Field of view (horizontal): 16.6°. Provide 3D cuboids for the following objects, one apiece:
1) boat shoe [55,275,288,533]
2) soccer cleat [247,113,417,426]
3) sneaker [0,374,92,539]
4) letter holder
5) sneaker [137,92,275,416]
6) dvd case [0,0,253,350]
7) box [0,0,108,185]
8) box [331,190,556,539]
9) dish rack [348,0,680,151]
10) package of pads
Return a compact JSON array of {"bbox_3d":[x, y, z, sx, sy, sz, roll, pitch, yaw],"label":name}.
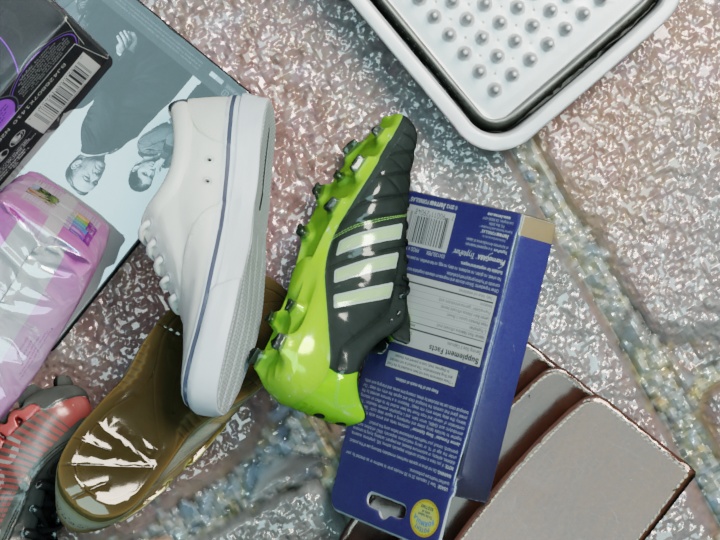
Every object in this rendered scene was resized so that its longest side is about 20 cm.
[{"bbox_3d":[-0.115,0.078,1.469,0.074,0.066,0.200,45,59,4],"label":"boat shoe"},{"bbox_3d":[0.000,0.000,1.471,0.081,0.067,0.201,32,63,-19],"label":"soccer cleat"},{"bbox_3d":[-0.209,0.162,1.471,0.098,0.071,0.201,34,91,27],"label":"sneaker"},{"bbox_3d":[0.080,0.152,1.474,0.142,0.101,0.200,38,90,1],"label":"letter holder"},{"bbox_3d":[-0.094,-0.010,1.450,0.070,0.073,0.201,2,65,9],"label":"sneaker"},{"bbox_3d":[-0.183,-0.075,1.504,0.150,0.025,0.200,39,90,-1],"label":"dvd case"},{"bbox_3d":[-0.266,-0.154,1.445,0.200,0.106,0.122,42,89,11],"label":"box"},{"bbox_3d":[0.046,0.059,1.464,0.032,0.121,0.201,15,90,-35],"label":"box"},{"bbox_3d":[0.078,-0.191,1.498,0.171,0.044,0.200,-40,91,-1],"label":"dish rack"},{"bbox_3d":[-0.202,0.015,1.394,0.075,0.200,0.121,36,94,-7],"label":"package of pads"}]
